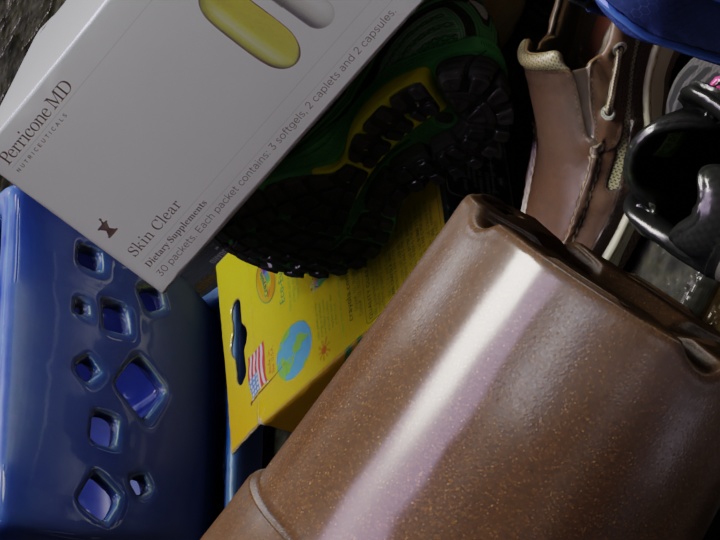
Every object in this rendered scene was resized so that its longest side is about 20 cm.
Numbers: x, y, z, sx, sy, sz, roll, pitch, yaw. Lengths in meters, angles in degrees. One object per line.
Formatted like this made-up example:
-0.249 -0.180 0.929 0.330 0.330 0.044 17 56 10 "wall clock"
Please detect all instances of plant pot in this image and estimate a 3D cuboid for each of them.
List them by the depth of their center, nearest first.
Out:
0.058 0.090 1.014 0.198 0.200 0.200 -58 32 7 "plant pot"
-0.162 0.095 1.357 0.200 0.180 0.200 -33 48 46 "plant pot"

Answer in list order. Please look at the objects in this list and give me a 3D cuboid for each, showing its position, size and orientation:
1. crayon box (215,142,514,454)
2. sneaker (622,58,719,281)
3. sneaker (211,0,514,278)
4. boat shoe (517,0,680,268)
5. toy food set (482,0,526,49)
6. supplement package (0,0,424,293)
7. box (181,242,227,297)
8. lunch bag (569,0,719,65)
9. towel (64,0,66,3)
0.000 0.000 1.270 0.200 0.051 0.127 -41 42 40 "crayon box"
0.145 -0.048 1.001 0.200 0.087 0.074 -101 34 -62 "sneaker"
-0.001 -0.063 1.198 0.200 0.078 0.085 -33 40 35 "sneaker"
0.099 -0.084 1.129 0.075 0.075 0.203 16 88 60 "boat shoe"
0.022 -0.180 1.330 0.200 0.049 0.198 -25 54 52 "toy food set"
-0.066 -0.121 1.160 0.200 0.111 0.156 -48 15 24 "supplement package"
-0.092 -0.082 1.463 0.158 0.048 0.200 -40 43 43 "box"
0.151 -0.143 0.954 0.132 0.200 0.136 -59 38 26 "lunch bag"
-0.128 -0.213 1.544 0.200 0.036 0.148 -63 19 -14 "towel"
